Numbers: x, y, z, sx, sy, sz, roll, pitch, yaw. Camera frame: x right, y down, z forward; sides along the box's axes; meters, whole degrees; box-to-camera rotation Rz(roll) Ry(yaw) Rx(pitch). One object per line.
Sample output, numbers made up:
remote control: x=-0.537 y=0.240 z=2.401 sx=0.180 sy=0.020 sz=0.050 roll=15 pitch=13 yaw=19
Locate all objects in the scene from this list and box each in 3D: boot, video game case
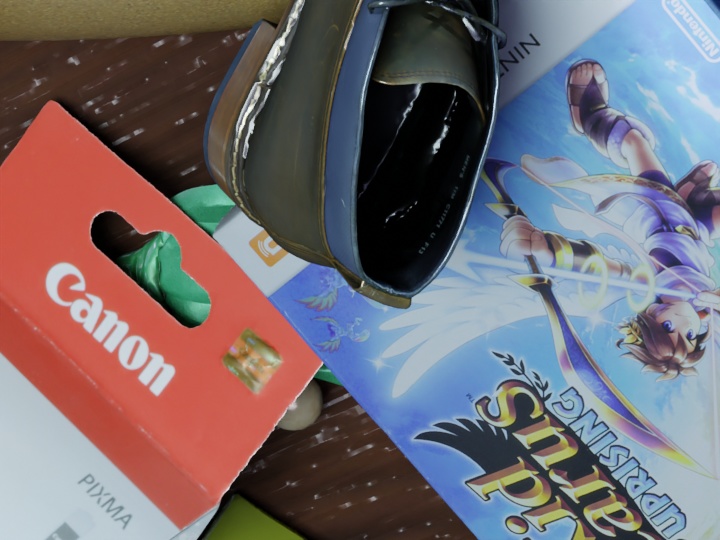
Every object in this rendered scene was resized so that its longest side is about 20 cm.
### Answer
boot: x=0.025 y=-0.087 z=0.602 sx=0.075 sy=0.097 sz=0.201 roll=10 pitch=112 yaw=-30
video game case: x=0.082 y=0.005 z=0.694 sx=0.181 sy=0.045 sz=0.200 roll=-38 pitch=97 yaw=26

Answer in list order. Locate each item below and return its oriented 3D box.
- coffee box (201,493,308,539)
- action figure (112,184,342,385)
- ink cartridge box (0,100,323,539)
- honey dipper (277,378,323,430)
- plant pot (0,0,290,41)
coffee box: x=-0.035 y=0.238 z=0.762 sx=0.200 sy=0.200 sz=0.198 roll=34 pitch=108 yaw=1
action figure: x=0.000 y=0.000 z=0.770 sx=0.199 sy=0.055 sz=0.119 roll=-1 pitch=106 yaw=16
ink cartridge box: x=-0.130 y=0.058 z=0.756 sx=0.162 sy=0.057 sz=0.200 roll=40 pitch=102 yaw=25
honey dipper: x=-0.111 y=0.059 z=0.813 sx=0.199 sy=0.038 sz=0.038 roll=-5 pitch=104 yaw=12
plant pot: x=-0.044 y=-0.151 z=0.687 sx=0.199 sy=0.186 sz=0.187 roll=9 pitch=107 yaw=-9
